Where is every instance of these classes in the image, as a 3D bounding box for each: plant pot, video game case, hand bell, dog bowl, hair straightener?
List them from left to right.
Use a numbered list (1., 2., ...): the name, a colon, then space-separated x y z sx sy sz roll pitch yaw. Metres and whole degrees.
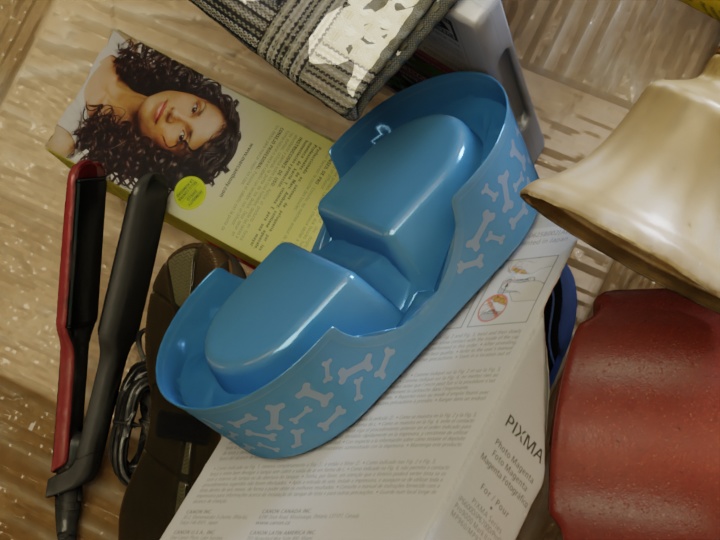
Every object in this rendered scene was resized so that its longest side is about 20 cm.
1. hair straightener: -0.114 0.051 1.117 0.077 0.041 0.201 9 92 19
2. video game case: -0.007 -0.134 1.092 0.200 0.182 0.023 33 81 19
3. dog bowl: 0.000 0.000 1.012 0.200 0.050 0.111 -47 30 -11
4. hand bell: 0.156 -0.092 0.932 0.104 0.104 0.201 29 89 19
5. plant pot: 0.192 0.087 0.989 0.194 0.201 0.202 4 75 22

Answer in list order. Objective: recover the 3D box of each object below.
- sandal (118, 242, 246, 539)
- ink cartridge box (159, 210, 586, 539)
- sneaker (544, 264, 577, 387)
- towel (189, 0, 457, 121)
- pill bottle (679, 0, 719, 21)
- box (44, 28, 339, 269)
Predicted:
1. sandal: -0.070 0.087 1.092 0.082 0.054 0.201 7 96 48
2. ink cartridge box: 0.017 0.062 1.005 0.162 0.057 0.200 -6 39 44
3. sneaker: 0.031 0.065 1.082 0.070 0.078 0.200 33 84 19
4. towel: -0.013 -0.195 0.990 0.192 0.035 0.200 40 93 19
5. pill bottle: 0.222 -0.136 0.999 0.200 0.113 0.113 33 83 29
6. box: -0.053 -0.042 1.147 0.199 0.050 0.076 27 82 18
